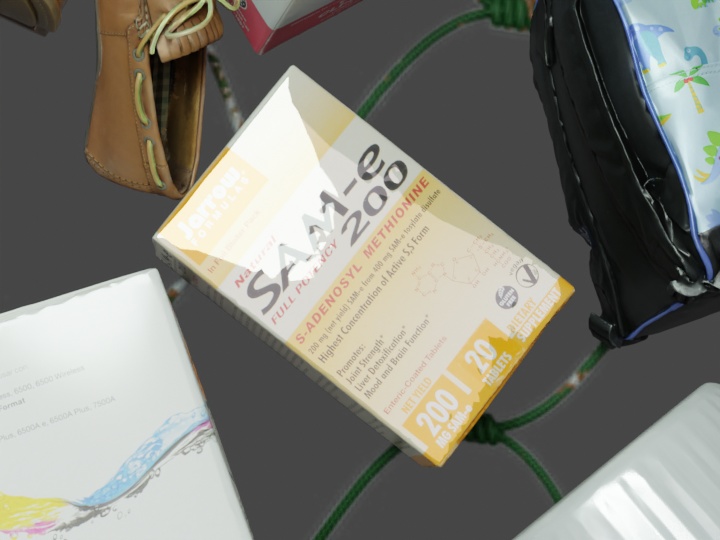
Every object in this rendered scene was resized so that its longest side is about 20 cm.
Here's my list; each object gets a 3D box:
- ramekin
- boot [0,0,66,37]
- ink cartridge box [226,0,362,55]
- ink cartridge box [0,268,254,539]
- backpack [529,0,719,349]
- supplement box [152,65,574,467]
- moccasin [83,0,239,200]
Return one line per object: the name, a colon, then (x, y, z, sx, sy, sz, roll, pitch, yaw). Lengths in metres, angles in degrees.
ramekin: (0.147, 0.148, 0.969, 0.200, 0.200, 0.098, -39, 81, -7)
boot: (-0.163, -0.207, 0.971, 0.074, 0.200, 0.155, 23, 92, -9)
ink cartridge box: (-0.036, -0.221, 0.977, 0.083, 0.200, 0.145, -28, 87, -19)
ink cartridge box: (-0.140, 0.117, 0.971, 0.144, 0.147, 0.200, -19, 87, -7)
backpack: (0.179, -0.082, 0.999, 0.147, 0.183, 0.200, -18, 80, -12)
supplement box: (0.000, 0.000, 1.029, 0.200, 0.074, 0.126, 38, 83, 0)
moccasin: (-0.102, -0.132, 0.988, 0.078, 0.074, 0.202, 23, 116, 24)
